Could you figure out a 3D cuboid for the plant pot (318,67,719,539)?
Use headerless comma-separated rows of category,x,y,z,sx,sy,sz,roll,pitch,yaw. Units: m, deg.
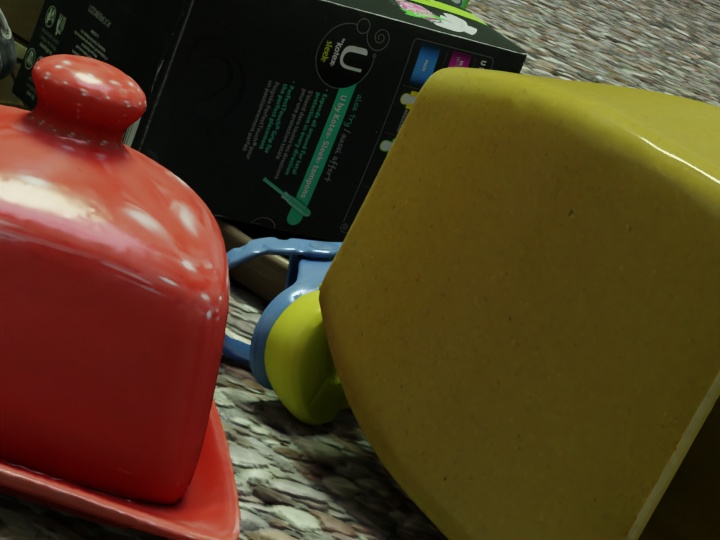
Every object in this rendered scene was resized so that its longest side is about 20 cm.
plant pot,0.103,0.016,1.198,0.200,0.195,0.195,37,19,29

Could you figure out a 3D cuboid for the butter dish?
butter dish,-0.122,-0.009,1.079,0.198,0.149,0.200,20,14,-14

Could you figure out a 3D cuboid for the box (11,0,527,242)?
box,-0.046,-0.100,1.472,0.199,0.125,0.148,11,18,-35

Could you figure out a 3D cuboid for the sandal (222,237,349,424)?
sandal,0.000,0.008,1.327,0.087,0.080,0.200,21,19,30

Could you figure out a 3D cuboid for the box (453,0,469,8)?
box,0.061,-0.223,2.048,0.048,0.201,0.117,20,14,-6

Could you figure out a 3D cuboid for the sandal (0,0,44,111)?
sandal,-0.182,-0.124,1.577,0.054,0.081,0.199,9,-5,42

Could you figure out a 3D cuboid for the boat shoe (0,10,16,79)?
boat shoe,-0.226,-0.173,1.374,0.068,0.073,0.200,-32,89,-44

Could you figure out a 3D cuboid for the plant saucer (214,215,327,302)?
plant saucer,0.000,0.000,1.483,0.199,0.030,0.200,21,15,-6

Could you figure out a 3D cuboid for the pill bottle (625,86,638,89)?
pill bottle,0.228,-0.027,1.764,0.199,0.113,0.112,21,14,-8
